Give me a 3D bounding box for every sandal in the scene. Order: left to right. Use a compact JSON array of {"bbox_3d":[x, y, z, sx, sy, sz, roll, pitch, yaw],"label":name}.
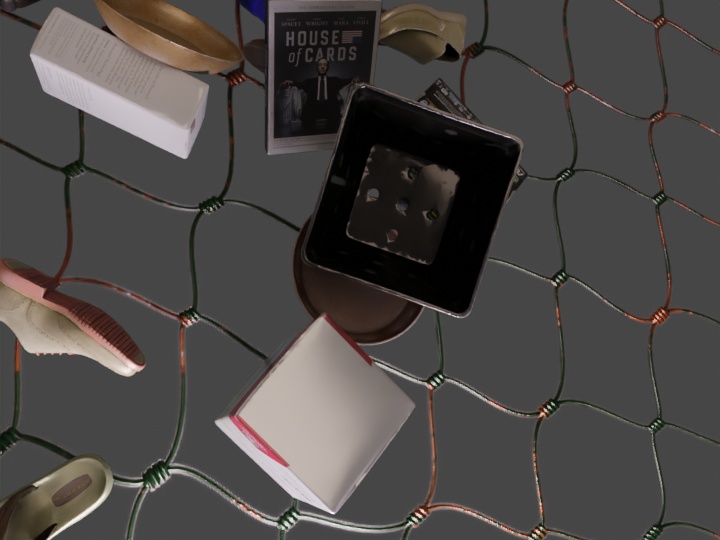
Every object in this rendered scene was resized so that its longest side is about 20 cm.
[{"bbox_3d":[-0.363,0.273,0.721,0.200,0.057,0.080,-40,92,-21],"label":"sandal"}]

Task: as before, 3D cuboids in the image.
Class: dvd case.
[{"bbox_3d":[-0.052,-0.252,0.874,0.147,0.203,0.025,-8,40,-18],"label":"dvd case"}]

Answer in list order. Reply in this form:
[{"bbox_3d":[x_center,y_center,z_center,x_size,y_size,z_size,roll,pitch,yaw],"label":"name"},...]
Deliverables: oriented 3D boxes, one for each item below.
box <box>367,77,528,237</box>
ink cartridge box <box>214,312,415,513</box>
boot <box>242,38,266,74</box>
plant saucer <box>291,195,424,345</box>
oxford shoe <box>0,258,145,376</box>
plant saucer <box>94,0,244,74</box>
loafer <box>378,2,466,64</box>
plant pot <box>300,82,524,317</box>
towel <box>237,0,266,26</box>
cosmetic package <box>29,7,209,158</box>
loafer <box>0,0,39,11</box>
[{"bbox_3d":[0.122,-0.145,0.955,0.200,0.047,0.194,45,62,-4],"label":"box"},{"bbox_3d":[-0.061,0.163,0.765,0.145,0.200,0.145,44,67,-5],"label":"ink cartridge box"},{"bbox_3d":[-0.063,-0.363,0.951,0.183,0.064,0.205,12,73,-17],"label":"boot"},{"bbox_3d":[0.000,0.000,0.906,0.196,0.034,0.205,4,78,-18],"label":"plant saucer"},{"bbox_3d":[-0.343,0.070,0.776,0.198,0.071,0.074,36,91,-4],"label":"oxford shoe"},{"bbox_3d":[-0.243,-0.296,0.838,0.197,0.201,0.036,27,113,-11],"label":"plant saucer"},{"bbox_3d":[0.088,-0.335,0.965,0.197,0.075,0.070,-15,93,-38],"label":"loafer"},{"bbox_3d":[0.055,-0.083,0.803,0.196,0.177,0.204,18,95,-1],"label":"plant pot"},{"bbox_3d":[-0.090,-0.390,0.908,0.147,0.050,0.200,-35,63,-17],"label":"towel"},{"bbox_3d":[-0.292,-0.226,0.828,0.197,0.102,0.075,24,74,-12],"label":"cosmetic package"},{"bbox_3d":[-0.435,-0.427,0.847,0.070,0.073,0.205,-9,89,-24],"label":"loafer"}]
